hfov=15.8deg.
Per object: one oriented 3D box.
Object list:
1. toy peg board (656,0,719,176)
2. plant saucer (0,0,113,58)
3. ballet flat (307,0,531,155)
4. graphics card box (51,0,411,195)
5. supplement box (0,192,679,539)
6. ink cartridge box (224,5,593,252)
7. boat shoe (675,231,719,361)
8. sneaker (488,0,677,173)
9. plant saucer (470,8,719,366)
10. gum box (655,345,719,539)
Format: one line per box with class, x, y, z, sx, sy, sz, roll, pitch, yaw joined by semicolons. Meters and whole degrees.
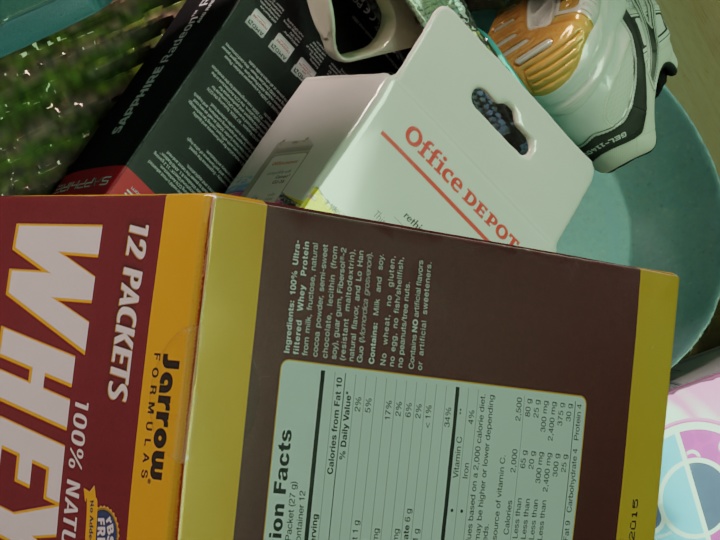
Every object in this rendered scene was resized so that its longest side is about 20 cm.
toy peg board;0.190;-0.108;1.386;0.199;0.098;0.200;-45;115;-25
plant saucer;-0.122;-0.105;1.007;0.019;0.070;0.200;56;25;-3
ballet flat;0.022;-0.096;1.120;0.074;0.074;0.200;-47;114;-41
graphics card box;-0.038;-0.059;1.129;0.125;0.051;0.200;46;59;-27
supplement box;-0.037;0.052;0.877;0.200;0.197;0.133;9;85;-40
ink cartridge box;0.000;0.000;1.072;0.116;0.067;0.200;46;67;-28
boat shoe;0.145;0.068;1.309;0.072;0.065;0.200;2;99;-55
sneaker;0.110;-0.120;1.231;0.088;0.076;0.200;49;33;-24
plant saucer;0.078;-0.027;1.237;0.201;0.039;0.201;8;66;-19
gum box;0.140;0.111;1.229;0.200;0.066;0.114;-18;97;-13
